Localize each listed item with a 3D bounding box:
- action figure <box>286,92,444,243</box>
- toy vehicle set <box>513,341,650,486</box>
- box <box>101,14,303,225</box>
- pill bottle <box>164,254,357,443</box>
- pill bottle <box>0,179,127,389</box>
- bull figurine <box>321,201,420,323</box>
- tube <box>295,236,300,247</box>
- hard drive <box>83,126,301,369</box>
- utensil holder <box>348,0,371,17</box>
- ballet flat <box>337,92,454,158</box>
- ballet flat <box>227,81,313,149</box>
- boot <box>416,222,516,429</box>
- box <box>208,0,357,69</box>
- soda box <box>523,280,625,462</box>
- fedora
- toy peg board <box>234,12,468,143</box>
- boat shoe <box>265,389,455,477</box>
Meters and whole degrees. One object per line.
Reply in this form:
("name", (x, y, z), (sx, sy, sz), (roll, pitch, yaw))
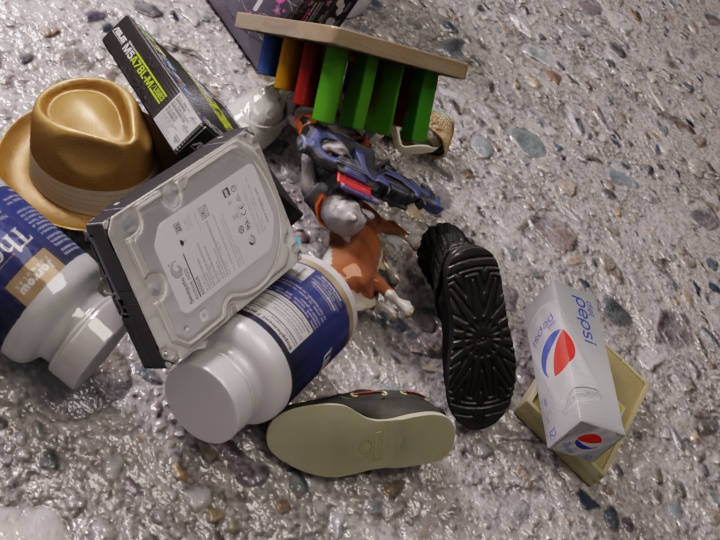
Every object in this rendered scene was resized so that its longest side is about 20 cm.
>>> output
("action figure", (-0.009, -0.103, 1.263), (0.198, 0.105, 0.195), (28, 35, -25))
("toy vehicle set", (0.272, 0.154, 1.353), (0.124, 0.027, 0.200), (44, 40, 2))
("box", (-0.162, -0.147, 1.153), (0.201, 0.047, 0.193), (54, 9, 36))
("pill bottle", (-0.094, 0.075, 1.064), (0.111, 0.111, 0.200), (44, 41, 3))
("pill bottle", (-0.296, 0.007, 0.962), (0.199, 0.111, 0.111), (40, 40, -2))
("bull figurine", (0.000, 0.000, 1.242), (0.120, 0.065, 0.202), (31, 42, -17))
("tube", (-0.150, -0.050, 1.183), (0.198, 0.050, 0.078), (28, 44, -22))
("hard drive", (-0.141, -0.024, 0.990), (0.200, 0.037, 0.142), (-40, 117, -43))
("utensil holder", (-0.008, -0.478, 1.548), (0.168, 0.200, 0.172), (22, 43, -22))
("ballet flat", (0.039, -0.192, 1.443), (0.197, 0.070, 0.066), (13, 62, -25))
("ballet flat", (-0.103, -0.201, 1.334), (0.069, 0.070, 0.200), (44, 40, 3))
("boot", (0.117, 0.058, 1.269), (0.078, 0.215, 0.158), (-3, 10, -10))
("box", (-0.117, -0.376, 1.423), (0.114, 0.132, 0.201), (-19, 68, -47))
("soda box", (0.245, 0.114, 1.296), (0.067, 0.064, 0.202), (19, 45, -23))
("fedora", (-0.260, -0.127, 1.085), (0.197, 0.083, 0.203), (4, 47, -5))
("toy peg board", (-0.020, -0.216, 1.269), (0.198, 0.100, 0.198), (7, 10, -39))
("boat shoe", (-0.005, 0.157, 1.106), (0.198, 0.075, 0.063), (2, 17, -25))
